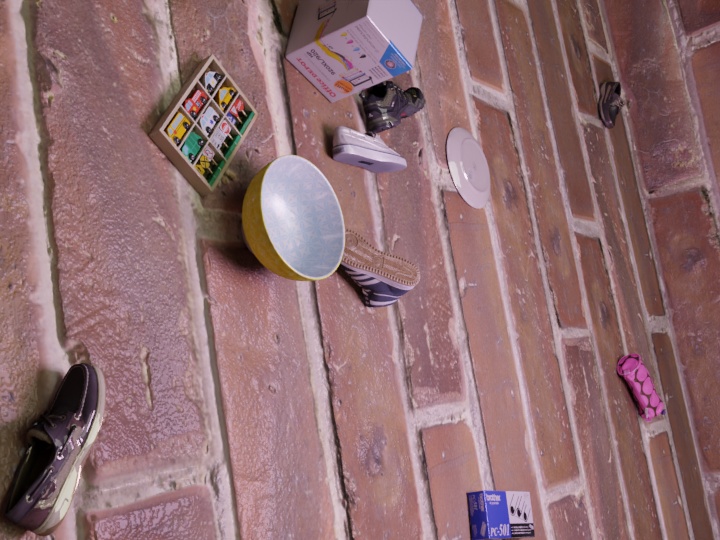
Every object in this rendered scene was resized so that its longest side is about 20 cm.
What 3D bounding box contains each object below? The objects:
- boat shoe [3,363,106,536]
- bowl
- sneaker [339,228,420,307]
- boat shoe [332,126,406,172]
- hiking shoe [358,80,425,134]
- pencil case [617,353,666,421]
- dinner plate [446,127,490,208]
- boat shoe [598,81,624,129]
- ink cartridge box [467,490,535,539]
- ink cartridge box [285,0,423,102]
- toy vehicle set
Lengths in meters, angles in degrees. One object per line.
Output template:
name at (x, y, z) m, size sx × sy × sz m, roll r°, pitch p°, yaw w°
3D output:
boat shoe at (-0.351, 0.196, 0.975) m, size 0.065 × 0.071 × 0.203 m, roll 39°, pitch 53°, yaw -45°
bowl at (-0.126, -0.071, 1.353) m, size 0.199 × 0.107 × 0.203 m, roll 26°, pitch 57°, yaw -47°
sneaker at (0.000, 0.000, 1.545) m, size 0.198 × 0.109 × 0.071 m, roll 25°, pitch 54°, yaw -10°
boat shoe at (0.022, -0.236, 1.648) m, size 0.199 × 0.073 × 0.067 m, roll 9°, pitch 74°, yaw -53°
hiking shoe at (0.068, -0.360, 1.757) m, size 0.200 × 0.075 × 0.102 m, roll -45°, pitch 117°, yaw -50°
pencil case at (0.834, 0.350, 2.533) m, size 0.094 × 0.090 × 0.201 m, roll -48°, pitch 114°, yaw -35°
dinner plate at (0.267, -0.249, 2.033) m, size 0.199 × 0.024 × 0.203 m, roll 23°, pitch 59°, yaw -47°
boat shoe at (0.875, -0.584, 2.952) m, size 0.074 × 0.073 × 0.203 m, roll 36°, pitch 50°, yaw -40°
ink cartridge box at (0.294, 0.508, 1.761) m, size 0.199 × 0.044 × 0.096 m, roll 19°, pitch 61°, yaw -49°
ink cartridge box at (-0.012, -0.435, 1.569) m, size 0.147 × 0.198 × 0.146 m, roll 39°, pitch 50°, yaw -39°
toy vehicle set at (-0.239, -0.229, 1.326) m, size 0.125 × 0.026 × 0.202 m, roll 51°, pitch 42°, yaw -30°
